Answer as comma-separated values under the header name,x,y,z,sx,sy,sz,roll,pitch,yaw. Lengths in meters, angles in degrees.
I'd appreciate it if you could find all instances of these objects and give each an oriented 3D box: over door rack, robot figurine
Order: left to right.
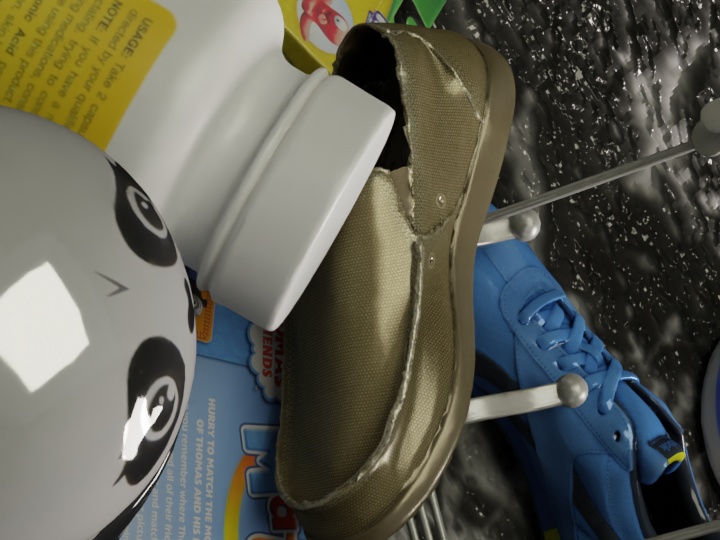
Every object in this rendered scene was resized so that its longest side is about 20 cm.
name,x,y,z,sx,sy,sz,roll,pitch,yaw
robot figurine,-0.108,0.031,0.592,0.150,0.200,0.125,40,70,2
over door rack,0.087,0.038,0.810,0.066,0.199,0.149,-2,74,-55

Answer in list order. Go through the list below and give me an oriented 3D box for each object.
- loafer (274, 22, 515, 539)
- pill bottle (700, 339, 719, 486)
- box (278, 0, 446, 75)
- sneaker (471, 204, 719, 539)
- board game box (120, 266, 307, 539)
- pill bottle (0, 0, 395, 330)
name,x,y,z,sx,sy,sz,roll,pitch,yaw
loafer,0.000,0.000,0.774,0.067,0.076,0.201,28,60,-34
pill bottle,0.252,0.049,0.937,0.113,0.200,0.115,15,64,-35
box,-0.049,-0.153,0.865,0.200,0.048,0.118,43,51,-17
sneaker,0.089,0.048,0.885,0.066,0.078,0.201,-30,93,-40
board game box,-0.092,0.057,0.756,0.199,0.037,0.152,15,65,-34
pill bottle,-0.094,-0.065,0.704,0.199,0.112,0.112,30,53,3
